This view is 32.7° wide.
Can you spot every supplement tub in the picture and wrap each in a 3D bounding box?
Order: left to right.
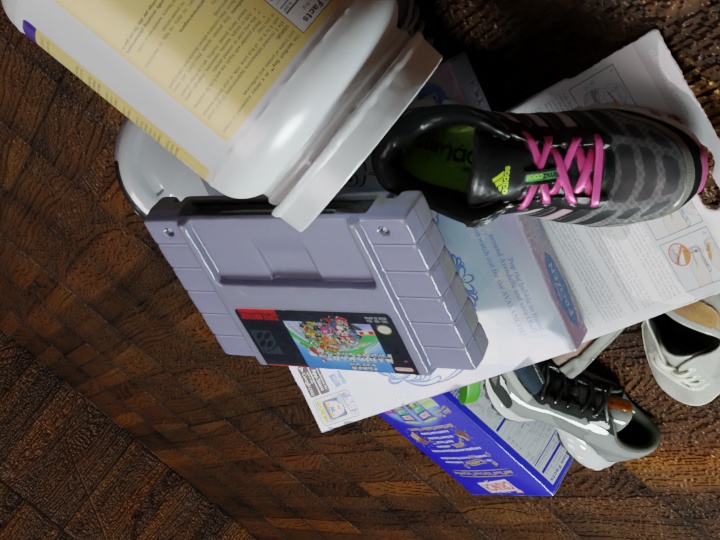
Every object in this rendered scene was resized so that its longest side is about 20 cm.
[{"bbox_3d":[-0.135,-0.093,1.020,0.122,0.123,0.200,40,-179,-8],"label":"supplement tub"},{"bbox_3d":[-0.071,-0.130,0.653,0.200,0.146,0.145,39,159,-6],"label":"supplement tub"}]

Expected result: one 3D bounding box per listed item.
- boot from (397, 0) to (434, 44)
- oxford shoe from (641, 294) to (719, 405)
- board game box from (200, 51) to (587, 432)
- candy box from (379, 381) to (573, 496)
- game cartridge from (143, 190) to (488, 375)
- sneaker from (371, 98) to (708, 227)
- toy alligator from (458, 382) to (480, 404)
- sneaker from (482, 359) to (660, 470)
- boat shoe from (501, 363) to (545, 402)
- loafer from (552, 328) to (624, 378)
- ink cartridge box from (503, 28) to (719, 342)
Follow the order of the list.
[{"bbox_3d":[0.018,-0.161,0.793,0.090,0.073,0.200,27,163,-13],"label":"boot"},{"bbox_3d":[0.235,0.056,0.894,0.075,0.058,0.200,25,158,19],"label":"oxford shoe"},{"bbox_3d":[0.020,-0.012,0.818,0.198,0.043,0.201,-20,99,28],"label":"board game box"},{"bbox_3d":[0.101,0.141,1.247,0.200,0.077,0.169,43,157,-12],"label":"candy box"},{"bbox_3d":[-0.029,0.010,0.763,0.199,0.038,0.130,1,129,34],"label":"game cartridge"},{"bbox_3d":[0.094,-0.058,0.701,0.199,0.087,0.074,9,109,16],"label":"sneaker"},{"bbox_3d":[0.105,0.042,1.079,0.200,0.059,0.054,100,150,-48],"label":"toy alligator"},{"bbox_3d":[0.182,0.108,1.057,0.200,0.074,0.079,32,150,-31],"label":"sneaker"},{"bbox_3d":[0.101,0.010,0.954,0.200,0.062,0.075,60,174,-12],"label":"boat shoe"},{"bbox_3d":[0.170,0.029,0.930,0.063,0.072,0.200,41,162,10],"label":"loafer"},{"bbox_3d":[0.159,-0.047,0.779,0.200,0.050,0.161,-28,94,47],"label":"ink cartridge box"}]
